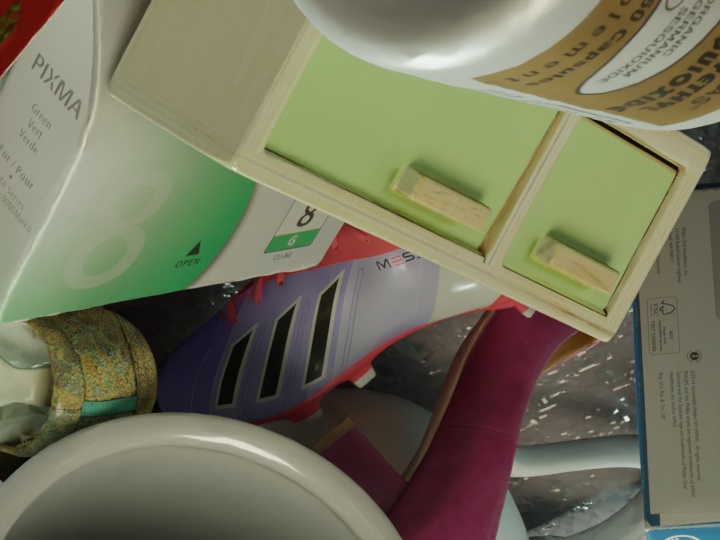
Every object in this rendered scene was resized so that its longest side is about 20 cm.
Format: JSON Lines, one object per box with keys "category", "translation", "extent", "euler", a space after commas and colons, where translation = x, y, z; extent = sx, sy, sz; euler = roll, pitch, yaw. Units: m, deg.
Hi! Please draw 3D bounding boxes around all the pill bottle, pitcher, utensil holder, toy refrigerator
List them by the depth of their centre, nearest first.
{"category": "pill bottle", "translation": [0.073, -0.099, 0.703], "extent": [0.114, 0.114, 0.200], "euler": [-38, 156, 27]}
{"category": "toy refrigerator", "translation": [0.024, -0.045, 0.792], "extent": [0.200, 0.070, 0.076], "euler": [25, 95, -49]}
{"category": "utensil holder", "translation": [-0.084, 0.169, 0.926], "extent": [0.170, 0.170, 0.200], "euler": [9, 149, -16]}
{"category": "pitcher", "translation": [0.039, 0.110, 1.075], "extent": [0.172, 0.121, 0.200], "euler": [-46, 137, 6]}

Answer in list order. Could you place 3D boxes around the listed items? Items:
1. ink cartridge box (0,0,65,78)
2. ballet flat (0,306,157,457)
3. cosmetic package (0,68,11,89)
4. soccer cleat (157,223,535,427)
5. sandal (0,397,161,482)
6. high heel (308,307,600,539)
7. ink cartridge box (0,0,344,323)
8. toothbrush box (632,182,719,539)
{"category": "ink cartridge box", "translation": [-0.086, -0.156, 0.717], "extent": [0.050, 0.200, 0.162], "euler": [30, 124, -24]}
{"category": "ballet flat", "translation": [-0.170, 0.027, 0.929], "extent": [0.200, 0.071, 0.071], "euler": [11, 142, 27]}
{"category": "cosmetic package", "translation": [-0.195, -0.086, 0.842], "extent": [0.200, 0.104, 0.073], "euler": [-3, 137, -6]}
{"category": "soccer cleat", "translation": [0.000, 0.000, 0.948], "extent": [0.200, 0.067, 0.076], "euler": [-22, 122, 23]}
{"category": "sandal", "translation": [-0.109, 0.058, 1.037], "extent": [0.080, 0.054, 0.200], "euler": [-27, 148, 7]}
{"category": "high heel", "translation": [0.066, 0.063, 0.976], "extent": [0.200, 0.096, 0.067], "euler": [-36, 166, -27]}
{"category": "ink cartridge box", "translation": [-0.032, -0.078, 0.806], "extent": [0.161, 0.050, 0.200], "euler": [-10, 141, -50]}
{"category": "toothbrush box", "translation": [0.151, 0.080, 0.972], "extent": [0.085, 0.147, 0.200], "euler": [-3, 146, 6]}
